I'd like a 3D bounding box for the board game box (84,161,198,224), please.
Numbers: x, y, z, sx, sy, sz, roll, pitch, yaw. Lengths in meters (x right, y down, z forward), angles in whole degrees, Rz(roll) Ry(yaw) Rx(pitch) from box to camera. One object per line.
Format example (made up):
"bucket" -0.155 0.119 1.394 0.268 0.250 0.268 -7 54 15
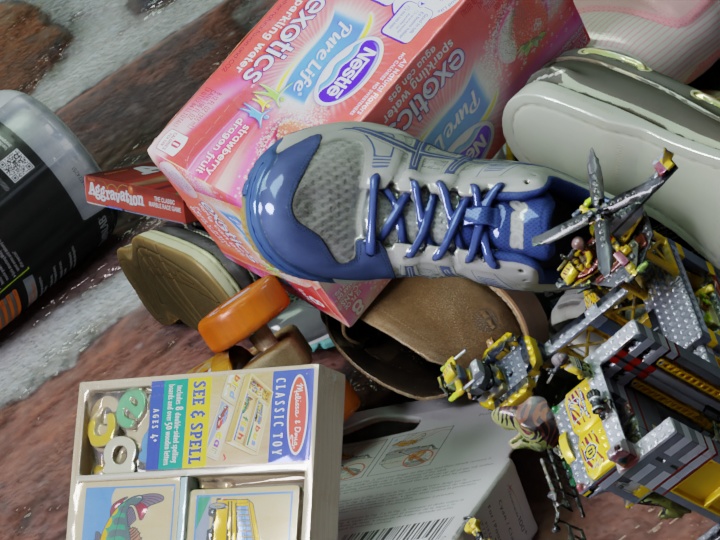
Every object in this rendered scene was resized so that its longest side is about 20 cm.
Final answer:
"board game box" -0.051 -0.059 1.279 0.199 0.020 0.103 -14 16 -37

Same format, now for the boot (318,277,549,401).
"boot" 0.000 0.000 1.106 0.075 0.074 0.200 -25 44 -35

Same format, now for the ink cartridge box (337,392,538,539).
"ink cartridge box" -0.011 0.121 1.033 0.199 0.045 0.176 -13 17 28

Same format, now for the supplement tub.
"supplement tub" -0.263 -0.013 1.387 0.200 0.123 0.122 -42 31 -22

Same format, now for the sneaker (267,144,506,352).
"sneaker" 0.001 -0.036 1.218 0.200 0.091 0.077 -46 31 -25

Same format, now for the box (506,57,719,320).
"box" 0.176 -0.066 1.152 0.199 0.049 0.160 -20 29 17

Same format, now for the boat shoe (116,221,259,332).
"boat shoe" -0.090 -0.007 1.238 0.065 0.073 0.200 -37 14 -14

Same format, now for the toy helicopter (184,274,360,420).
"toy helicopter" -0.084 0.072 1.121 0.132 0.079 0.200 -36 5 -8

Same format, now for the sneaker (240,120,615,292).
"sneaker" 0.044 -0.028 0.982 0.199 0.076 0.088 2 1 -35

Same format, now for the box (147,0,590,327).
"box" 0.008 -0.087 1.075 0.102 0.095 0.200 28 71 40

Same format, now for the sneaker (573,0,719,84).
"sneaker" 0.099 -0.118 1.175 0.200 0.076 0.105 2 38 39

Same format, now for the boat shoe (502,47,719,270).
"boat shoe" 0.168 -0.048 1.039 0.201 0.072 0.060 28 50 17

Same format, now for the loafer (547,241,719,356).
"loafer" 0.146 0.043 0.996 0.070 0.070 0.200 -38 22 -4

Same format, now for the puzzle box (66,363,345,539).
"puzzle box" -0.073 0.144 0.952 0.133 0.025 0.201 -6 72 29

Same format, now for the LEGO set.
"LEGO set" 0.091 0.058 0.891 0.154 0.116 0.201 -35 44 32
